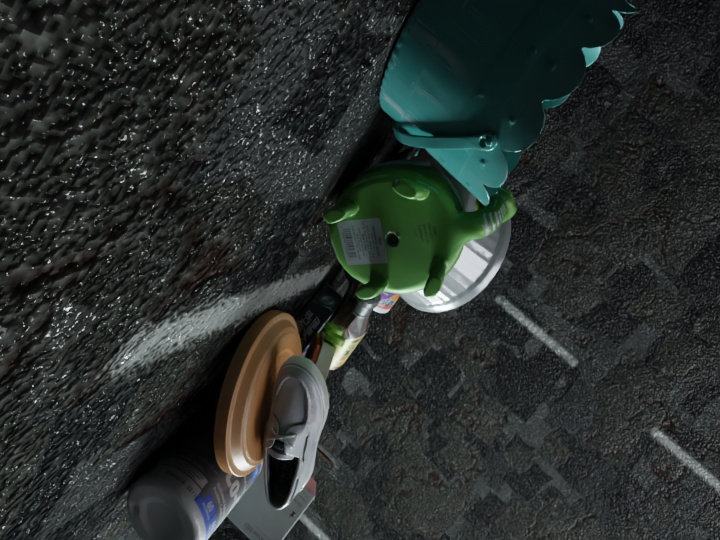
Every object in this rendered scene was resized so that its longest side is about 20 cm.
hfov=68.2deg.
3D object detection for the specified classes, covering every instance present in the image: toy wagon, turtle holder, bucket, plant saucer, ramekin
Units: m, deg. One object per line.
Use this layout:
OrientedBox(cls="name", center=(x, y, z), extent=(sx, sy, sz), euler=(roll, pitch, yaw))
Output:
OrientedBox(cls="toy wagon", center=(-0.071, 0.163, 0.795), extent=(0.200, 0.039, 0.159), euler=(-136, -110, -84))
OrientedBox(cls="turtle holder", center=(0.058, -0.064, 0.575), extent=(0.184, 0.142, 0.132), euler=(-35, -168, 31))
OrientedBox(cls="bucket", center=(0.118, -0.175, 0.465), extent=(0.208, 0.134, 0.207), euler=(-50, 173, -8))
OrientedBox(cls="plant saucer", center=(-0.118, 0.153, 0.667), extent=(0.200, 0.031, 0.207), euler=(14, 89, -76))
OrientedBox(cls="ramekin", center=(0.093, -0.057, 0.715), extent=(0.097, 0.201, 0.202), euler=(29, 103, -41))

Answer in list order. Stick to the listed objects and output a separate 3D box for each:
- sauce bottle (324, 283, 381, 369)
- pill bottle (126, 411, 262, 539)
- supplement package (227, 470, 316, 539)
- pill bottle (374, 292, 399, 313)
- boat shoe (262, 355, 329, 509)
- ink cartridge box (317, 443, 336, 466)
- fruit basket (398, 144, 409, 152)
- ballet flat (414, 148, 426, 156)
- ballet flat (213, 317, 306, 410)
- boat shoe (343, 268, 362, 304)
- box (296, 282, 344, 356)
OrientedBox(cls="sauce bottle", center=(-0.022, 0.099, 0.918), extent=(0.066, 0.066, 0.201), euler=(-45, 171, -43))
OrientedBox(cls="pill bottle", center=(-0.199, 0.264, 0.709), extent=(0.115, 0.113, 0.200), euler=(-54, 174, 28))
OrientedBox(cls="supplement package", center=(-0.180, 0.339, 0.880), extent=(0.111, 0.199, 0.156), euler=(-49, 174, -13))
OrientedBox(cls="pill bottle", center=(0.075, -0.014, 1.196), extent=(0.202, 0.111, 0.111), euler=(-54, 173, 21))
OrientedBox(cls="boat shoe", center=(-0.088, 0.202, 0.645), extent=(0.069, 0.070, 0.205), euler=(-50, 157, -61))
OrientedBox(cls="ink cartridge box", center=(-0.130, 0.276, 0.898), extent=(0.051, 0.199, 0.109), euler=(-48, 174, -13))
OrientedBox(cls="fruit basket", center=(0.159, -0.226, 0.678), extent=(0.199, 0.094, 0.185), euler=(-36, 174, -37))
OrientedBox(cls="ballet flat", center=(0.149, -0.202, 0.890), extent=(0.200, 0.063, 0.076), euler=(-46, 169, -49))
OrientedBox(cls="ballet flat", center=(-0.136, 0.136, 0.767), extent=(0.068, 0.046, 0.200), euler=(-57, 173, 37))
OrientedBox(cls="boat shoe", center=(0.000, 0.000, 0.925), extent=(0.072, 0.064, 0.205), euler=(-63, 166, -54))
OrientedBox(cls="box", center=(-0.110, 0.130, 0.944), extent=(0.201, 0.043, 0.161), euler=(-51, 174, -18))
